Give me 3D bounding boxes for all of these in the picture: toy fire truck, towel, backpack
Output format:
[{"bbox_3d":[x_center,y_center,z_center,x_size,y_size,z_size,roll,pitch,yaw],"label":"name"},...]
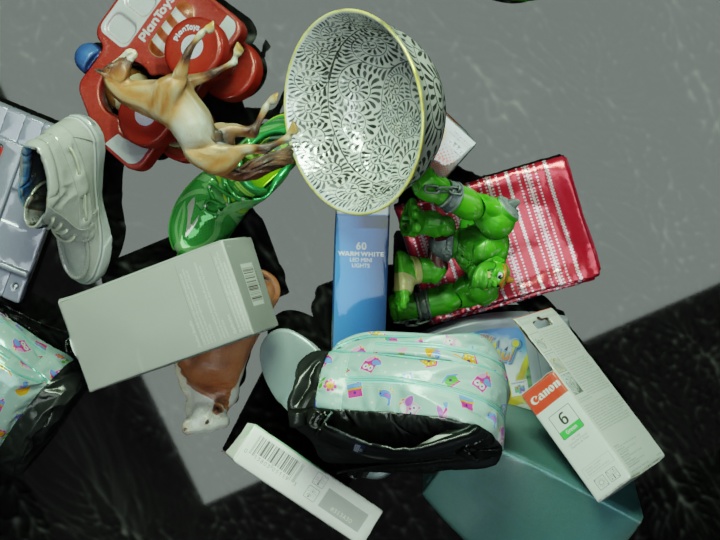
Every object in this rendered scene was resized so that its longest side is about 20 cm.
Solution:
[{"bbox_3d":[-0.214,-0.215,1.400,0.168,0.112,0.200,41,98,18],"label":"toy fire truck"},{"bbox_3d":[0.151,-0.032,1.459,0.199,0.022,0.145,-16,99,4],"label":"towel"},{"bbox_3d":[-0.410,0.111,1.441,0.200,0.127,0.167,37,102,-2],"label":"backpack"},{"bbox_3d":[0.046,0.131,1.312,0.199,0.167,0.127,-2,67,18],"label":"backpack"}]

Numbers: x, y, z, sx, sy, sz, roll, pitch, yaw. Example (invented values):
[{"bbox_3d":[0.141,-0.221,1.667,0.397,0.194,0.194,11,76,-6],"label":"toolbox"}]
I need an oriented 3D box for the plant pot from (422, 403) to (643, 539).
[{"bbox_3d":[0.172,0.235,1.430,0.200,0.141,0.142,30,111,-7],"label":"plant pot"}]

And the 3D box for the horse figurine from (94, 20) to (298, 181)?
[{"bbox_3d":[-0.148,-0.153,1.304,0.132,0.050,0.200,-33,117,15],"label":"horse figurine"}]

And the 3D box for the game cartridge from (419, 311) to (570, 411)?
[{"bbox_3d":[0.141,0.116,1.480,0.199,0.040,0.134,-11,96,3],"label":"game cartridge"}]

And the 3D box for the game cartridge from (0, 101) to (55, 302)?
[{"bbox_3d":[-0.398,-0.079,1.454,0.129,0.038,0.200,21,100,-7],"label":"game cartridge"}]

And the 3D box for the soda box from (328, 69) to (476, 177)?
[{"bbox_3d":[0.029,-0.179,1.414,0.200,0.064,0.068,41,98,-7],"label":"soda box"}]

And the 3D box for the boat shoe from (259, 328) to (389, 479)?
[{"bbox_3d":[-0.031,0.147,1.468,0.071,0.091,0.200,-42,82,8],"label":"boat shoe"}]

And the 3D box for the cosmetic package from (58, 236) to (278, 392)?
[{"bbox_3d":[-0.201,0.045,1.392,0.200,0.090,0.107,-18,90,17],"label":"cosmetic package"}]

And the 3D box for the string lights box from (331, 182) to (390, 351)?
[{"bbox_3d":[0.000,0.000,1.426,0.059,0.103,0.201,2,101,0],"label":"string lights box"}]

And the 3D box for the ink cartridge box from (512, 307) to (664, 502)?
[{"bbox_3d":[0.224,0.136,1.390,0.050,0.109,0.200,-44,73,26],"label":"ink cartridge box"}]

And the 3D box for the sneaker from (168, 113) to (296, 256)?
[{"bbox_3d":[-0.136,-0.092,1.420,0.074,0.084,0.200,43,97,-4],"label":"sneaker"}]

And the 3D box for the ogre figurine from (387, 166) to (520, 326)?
[{"bbox_3d":[0.099,-0.022,1.395,0.120,0.098,0.201,0,113,-10],"label":"ogre figurine"}]

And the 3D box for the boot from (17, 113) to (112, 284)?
[{"bbox_3d":[-0.318,-0.061,1.397,0.073,0.096,0.200,19,123,26],"label":"boot"}]

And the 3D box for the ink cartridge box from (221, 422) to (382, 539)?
[{"bbox_3d":[-0.067,0.224,1.428,0.161,0.200,0.050,34,83,-5],"label":"ink cartridge box"}]

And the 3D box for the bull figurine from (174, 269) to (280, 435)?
[{"bbox_3d":[-0.165,0.079,1.461,0.121,0.065,0.200,28,95,2],"label":"bull figurine"}]

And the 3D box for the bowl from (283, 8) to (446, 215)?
[{"bbox_3d":[0.023,-0.159,1.320,0.094,0.200,0.201,-12,103,-41],"label":"bowl"}]
